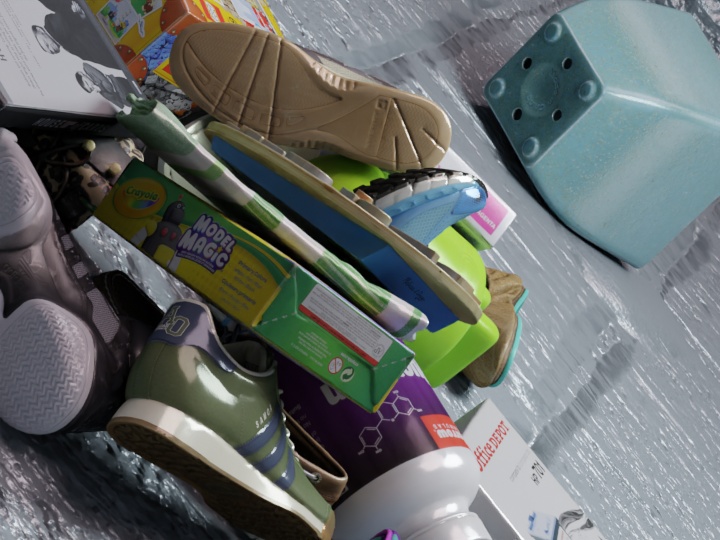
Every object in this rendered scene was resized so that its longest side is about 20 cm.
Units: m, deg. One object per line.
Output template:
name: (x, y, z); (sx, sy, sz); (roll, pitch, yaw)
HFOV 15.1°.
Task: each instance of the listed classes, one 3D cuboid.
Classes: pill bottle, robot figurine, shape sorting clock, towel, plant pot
pill bottle: (-0.001, 0.105, 1.679); (0.200, 0.112, 0.112); (58, 19, 21)
robot figurine: (0.007, -0.003, 1.906); (0.200, 0.116, 0.176); (39, 26, -31)
shape sorting clock: (-0.009, -0.030, 1.622); (0.200, 0.039, 0.200); (39, -4, 3)
towel: (-0.053, -0.032, 1.569); (0.200, 0.023, 0.153); (41, -4, -13)
plant pot: (0.239, -0.153, 2.664); (0.200, 0.196, 0.196); (18, 36, -46)

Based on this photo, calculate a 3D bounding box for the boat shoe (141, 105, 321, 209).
boat shoe: (-0.100, -0.084, 1.902); (0.061, 0.072, 0.201); (12, 15, 28)

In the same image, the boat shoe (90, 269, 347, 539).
boat shoe: (-0.085, 0.069, 1.610); (0.200, 0.072, 0.072); (49, 18, -6)

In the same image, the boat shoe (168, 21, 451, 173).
boat shoe: (-0.037, -0.116, 1.861); (0.200, 0.072, 0.065); (16, 1, -8)

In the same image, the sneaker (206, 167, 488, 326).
sneaker: (0.000, 0.000, 1.799); (0.090, 0.200, 0.078); (60, -7, -11)

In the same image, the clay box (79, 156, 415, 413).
clay box: (-0.069, 0.002, 1.549); (0.115, 0.048, 0.200); (38, -2, -43)

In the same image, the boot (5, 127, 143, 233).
boot: (-0.209, -0.092, 1.638); (0.151, 0.073, 0.200); (49, 12, -7)

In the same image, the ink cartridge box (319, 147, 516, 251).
ink cartridge box: (0.024, -0.059, 2.006); (0.119, 0.042, 0.200); (44, -21, -13)

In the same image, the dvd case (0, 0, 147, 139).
dvd case: (-0.204, -0.147, 1.596); (0.150, 0.025, 0.200); (58, 18, 11)

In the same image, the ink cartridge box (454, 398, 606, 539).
ink cartridge box: (0.104, 0.199, 1.795); (0.200, 0.086, 0.146); (52, 18, -2)

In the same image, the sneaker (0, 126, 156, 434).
sneaker: (-0.170, 0.015, 1.515); (0.114, 0.075, 0.200); (29, 34, -51)

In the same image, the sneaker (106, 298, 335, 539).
sneaker: (-0.062, 0.084, 1.511); (0.200, 0.067, 0.090); (42, 59, -51)

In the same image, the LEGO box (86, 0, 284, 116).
LEGO box: (-0.139, -0.205, 2.015); (0.149, 0.077, 0.200); (30, 27, -48)

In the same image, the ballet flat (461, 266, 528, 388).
ballet flat: (0.089, 0.036, 2.132); (0.072, 0.068, 0.200); (29, 20, -2)

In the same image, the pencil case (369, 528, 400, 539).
pencil case: (0.050, 0.248, 1.562); (0.200, 0.085, 0.092); (50, -11, 0)
